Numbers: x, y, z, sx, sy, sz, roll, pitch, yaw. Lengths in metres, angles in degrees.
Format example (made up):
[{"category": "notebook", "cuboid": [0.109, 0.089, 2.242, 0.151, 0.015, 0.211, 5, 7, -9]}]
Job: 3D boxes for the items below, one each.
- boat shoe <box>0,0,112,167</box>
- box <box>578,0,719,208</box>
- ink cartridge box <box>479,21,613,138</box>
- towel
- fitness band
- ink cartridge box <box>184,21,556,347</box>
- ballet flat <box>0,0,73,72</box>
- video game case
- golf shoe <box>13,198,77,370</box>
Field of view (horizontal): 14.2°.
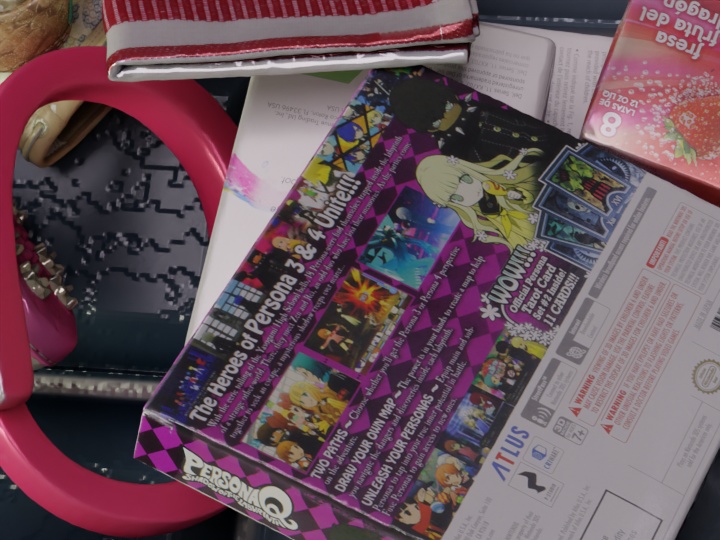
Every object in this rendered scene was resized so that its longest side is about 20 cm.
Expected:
[{"category": "boat shoe", "cuboid": [-0.076, -0.123, 1.239, 0.200, 0.073, 0.063, -37, 74, 8]}, {"category": "box", "cuboid": [0.187, -0.042, 1.125, 0.199, 0.103, 0.095, 21, 74, 5]}, {"category": "ink cartridge box", "cuboid": [0.079, -0.017, 1.190, 0.199, 0.050, 0.162, 7, 72, -1]}, {"category": "towel", "cuboid": [-0.030, -0.146, 1.141, 0.143, 0.023, 0.201, -4, 42, -1]}, {"category": "fitness band", "cuboid": [-0.097, 0.008, 1.167, 0.143, 0.037, 0.201, 4, 70, -35]}, {"category": "ink cartridge box", "cuboid": [0.000, 0.000, 1.123, 0.116, 0.067, 0.201, 13, 71, 2]}, {"category": "ballet flat", "cuboid": [-0.206, -0.137, 1.162, 0.199, 0.065, 0.071, 14, 56, -18]}, {"category": "video game case", "cuboid": [0.044, 0.029, 1.025, 0.181, 0.036, 0.200, 26, 51, 7]}, {"category": "golf shoe", "cuboid": [-0.196, -0.017, 1.224, 0.092, 0.075, 0.200, -44, 61, 3]}]
